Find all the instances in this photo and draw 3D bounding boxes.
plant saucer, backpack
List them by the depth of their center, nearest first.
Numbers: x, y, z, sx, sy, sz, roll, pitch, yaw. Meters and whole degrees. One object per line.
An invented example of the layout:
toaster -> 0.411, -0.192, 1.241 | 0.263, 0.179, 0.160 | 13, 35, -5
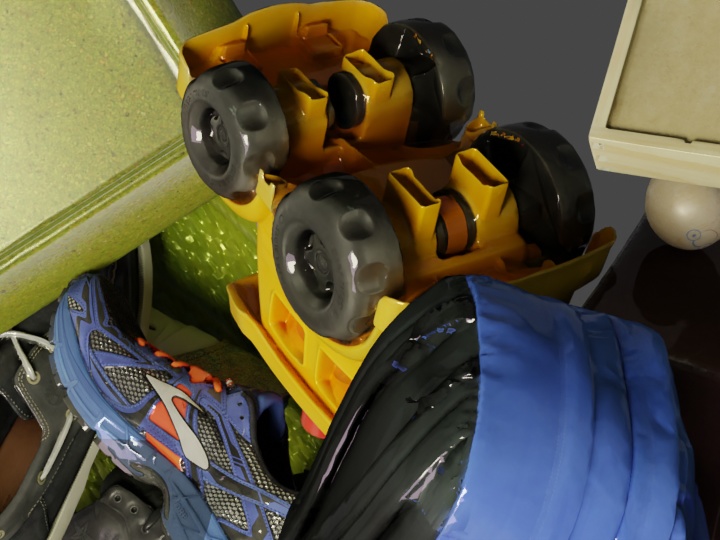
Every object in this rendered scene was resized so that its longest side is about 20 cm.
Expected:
backpack -> 0.058, 0.106, 0.988 | 0.167, 0.163, 0.200 | 13, 125, -16
plant saucer -> -0.156, -0.093, 1.182 | 0.199, 0.048, 0.200 | -32, 100, 2

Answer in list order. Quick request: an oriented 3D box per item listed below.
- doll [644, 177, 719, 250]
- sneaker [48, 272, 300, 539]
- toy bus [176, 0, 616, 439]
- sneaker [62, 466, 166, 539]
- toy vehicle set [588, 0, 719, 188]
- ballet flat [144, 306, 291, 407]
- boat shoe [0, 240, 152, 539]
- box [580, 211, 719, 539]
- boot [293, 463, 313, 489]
doll -> 0.207, -0.067, 1.052 | 0.200, 0.136, 0.049 | -27, 65, 22
sneaker -> -0.073, 0.074, 1.180 | 0.078, 0.075, 0.200 | -42, 69, 8
toy bus -> 0.000, 0.000, 1.145 | 0.200, 0.135, 0.192 | 49, 142, 33
sneaker -> -0.101, 0.140, 1.325 | 0.200, 0.060, 0.104 | -36, 76, 16
toy vehicle set -> 0.177, -0.124, 0.998 | 0.124, 0.200, 0.027 | 11, 158, 20
ballet flat -> -0.130, 0.050, 1.298 | 0.199, 0.071, 0.071 | -7, 113, 27
boat shoe -> -0.159, 0.052, 1.244 | 0.072, 0.068, 0.201 | 15, 82, 31
box -> 0.195, 0.085, 1.105 | 0.199, 0.164, 0.166 | 18, 122, 15
boot -> 0.025, 0.168, 1.242 | 0.200, 0.076, 0.168 | -31, 101, -2
